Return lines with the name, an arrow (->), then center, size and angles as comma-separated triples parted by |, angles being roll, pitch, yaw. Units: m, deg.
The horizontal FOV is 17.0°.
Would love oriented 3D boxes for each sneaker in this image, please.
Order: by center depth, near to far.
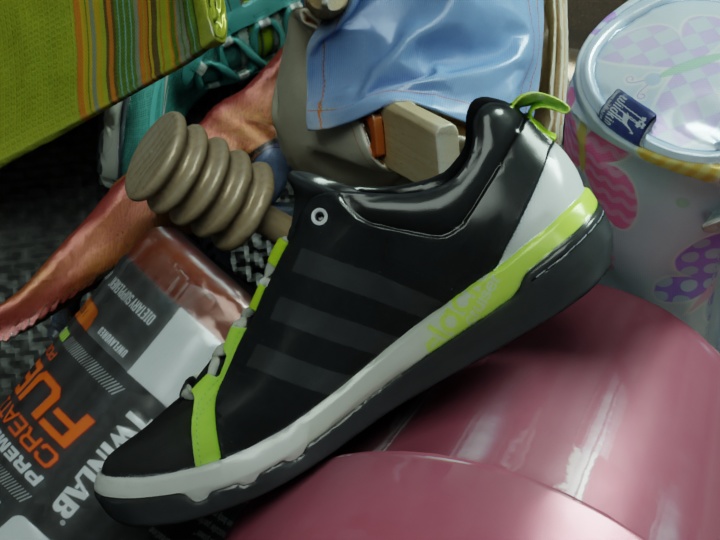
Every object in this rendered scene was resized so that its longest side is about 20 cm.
sneaker -> -0.011, 0.008, 0.800 | 0.199, 0.072, 0.083 | -32, 97, 1
sneaker -> -0.054, -0.115, 1.047 | 0.079, 0.078, 0.201 | 26, 63, 7

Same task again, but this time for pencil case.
pencil case -> 0.120, -0.014, 0.903 | 0.091, 0.201, 0.083 | 37, 62, 24

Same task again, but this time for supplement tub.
supplement tub -> -0.097, 0.089, 0.887 | 0.107, 0.107, 0.200 | 39, 89, 22

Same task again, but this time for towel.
towel -> -0.140, -0.087, 1.005 | 0.199, 0.018, 0.087 | -26, 54, 25

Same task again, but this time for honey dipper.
honey dipper -> 0.000, 0.000, 0.934 | 0.199, 0.038, 0.038 | 29, 56, -26

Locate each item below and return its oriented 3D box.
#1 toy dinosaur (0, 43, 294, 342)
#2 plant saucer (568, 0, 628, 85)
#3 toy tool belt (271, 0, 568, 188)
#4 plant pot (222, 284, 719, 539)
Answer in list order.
toy dinosaur -> -0.050, -0.030, 0.946 | 0.105, 0.199, 0.182 | 40, 111, 31
plant saucer -> 0.114, -0.164, 1.012 | 0.199, 0.201, 0.032 | -17, 31, -7
toy tool belt -> 0.018, -0.121, 0.875 | 0.124, 0.123, 0.202 | -5, 87, -5
plant pot -> 0.057, 0.108, 0.849 | 0.199, 0.201, 0.179 | 17, 46, 12
